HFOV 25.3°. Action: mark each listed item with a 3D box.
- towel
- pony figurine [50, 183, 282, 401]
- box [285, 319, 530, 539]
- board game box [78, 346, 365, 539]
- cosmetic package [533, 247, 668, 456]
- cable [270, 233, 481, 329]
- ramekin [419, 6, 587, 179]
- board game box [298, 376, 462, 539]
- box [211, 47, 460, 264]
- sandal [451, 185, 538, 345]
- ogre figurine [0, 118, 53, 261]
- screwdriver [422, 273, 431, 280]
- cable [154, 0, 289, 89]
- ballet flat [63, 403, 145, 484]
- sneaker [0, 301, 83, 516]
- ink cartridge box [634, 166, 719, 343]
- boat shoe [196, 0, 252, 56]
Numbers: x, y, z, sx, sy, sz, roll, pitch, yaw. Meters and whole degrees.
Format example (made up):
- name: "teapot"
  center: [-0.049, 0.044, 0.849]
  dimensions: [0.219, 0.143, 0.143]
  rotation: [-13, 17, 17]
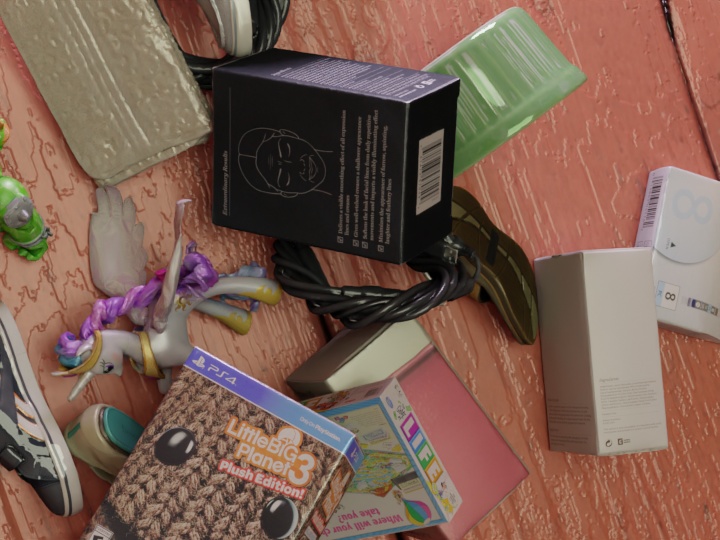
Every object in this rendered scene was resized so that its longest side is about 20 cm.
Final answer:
- name: "towel"
  center: [-0.226, -0.184, 1.447]
  dimensions: [0.132, 0.034, 0.200]
  rotation: [-24, 103, 6]
- name: "pony figurine"
  center: [-0.173, 0.030, 1.438]
  dimensions: [0.200, 0.166, 0.193]
  rotation: [10, 91, -35]
- name: "box"
  center: [0.043, 0.146, 1.507]
  dimensions: [0.109, 0.128, 0.200]
  rotation: [-40, 100, -18]
- name: "board game box"
  center: [-0.115, 0.194, 1.342]
  dimensions: [0.159, 0.097, 0.200]
  rotation: [27, 78, 12]
- name: "cosmetic package"
  center: [0.238, 0.080, 1.595]
  dimensions: [0.085, 0.108, 0.200]
  rotation: [-3, 89, -21]
- name: "cable"
  center: [0.000, 0.000, 1.478]
  dimensions: [0.163, 0.200, 0.051]
  rotation: [-40, 139, -45]
- name: "ramekin"
  center: [0.106, -0.161, 1.517]
  dimensions: [0.200, 0.200, 0.098]
  rotation: [-37, 92, -18]
- name: "board game box"
  center: [-0.024, 0.180, 1.442]
  dimensions: [0.135, 0.200, 0.034]
  rotation: [62, 36, -16]
- name: "box"
  center: [-0.024, -0.106, 1.432]
  dimensions: [0.107, 0.200, 0.149]
  rotation: [-33, 130, -56]
- name: "sandal"
  center: [0.117, -0.005, 1.574]
  dimensions: [0.200, 0.054, 0.080]
  rotation: [48, 44, -32]
- name: "ogre figurine"
  center: [-0.345, -0.085, 1.383]
  dimensions: [0.098, 0.120, 0.200]
  rotation: [-31, 98, -19]
- name: "screwdriver"
  center: [0.018, -0.065, 1.560]
  dimensions: [0.028, 0.029, 0.200]
  rotation: [-38, 94, -18]
- name: "cable"
  center: [-0.147, -0.265, 1.503]
  dimensions: [0.163, 0.051, 0.200]
  rotation: [-25, 93, -25]
- name: "ballet flat"
  center: [-0.188, 0.182, 1.449]
  dimensions: [0.200, 0.069, 0.070]
  rotation: [40, 73, -36]
- name: "sneaker"
  center: [-0.313, 0.132, 1.405]
  dimensions: [0.079, 0.078, 0.200]
  rotation: [-22, 83, -25]
- name: "ink cartridge box"
  center: [0.383, -0.006, 1.684]
  dimensions: [0.200, 0.047, 0.160]
  rotation: [15, 81, -17]
- name: "boat shoe"
  center: [-0.154, -0.281, 1.435]
  dimensions: [0.071, 0.070, 0.201]
  rotation: [-18, 87, -15]
